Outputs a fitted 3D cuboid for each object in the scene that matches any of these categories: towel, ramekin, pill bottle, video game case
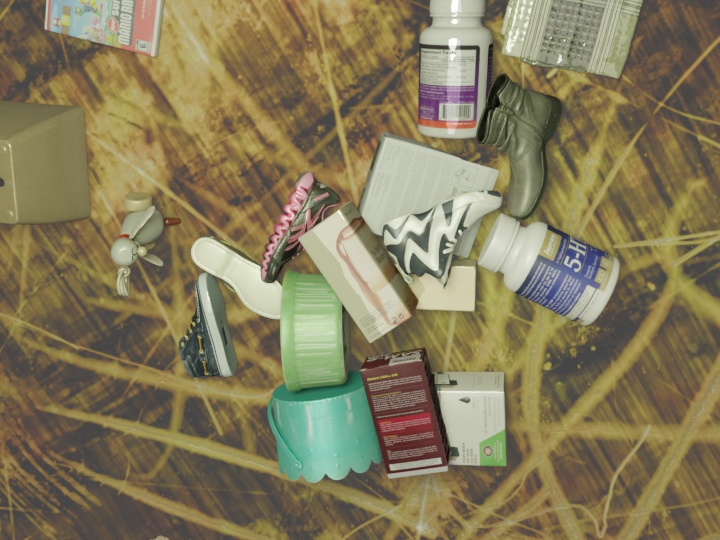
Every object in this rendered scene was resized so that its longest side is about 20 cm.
[{"bbox_3d":[0.318,-0.398,1.201,0.191,0.035,0.202,13,108,3],"label":"towel"},{"bbox_3d":[-0.071,0.100,1.352,0.097,0.200,0.202,-2,108,3],"label":"ramekin"},{"bbox_3d":[0.142,-0.307,1.217,0.110,0.112,0.202,4,108,10],"label":"pill bottle"},{"bbox_3d":[-0.420,-0.446,1.330,0.198,0.017,0.144,15,111,6],"label":"video game case"},{"bbox_3d":[0.294,-0.007,1.282,0.199,0.120,0.120,25,111,1],"label":"pill bottle"}]

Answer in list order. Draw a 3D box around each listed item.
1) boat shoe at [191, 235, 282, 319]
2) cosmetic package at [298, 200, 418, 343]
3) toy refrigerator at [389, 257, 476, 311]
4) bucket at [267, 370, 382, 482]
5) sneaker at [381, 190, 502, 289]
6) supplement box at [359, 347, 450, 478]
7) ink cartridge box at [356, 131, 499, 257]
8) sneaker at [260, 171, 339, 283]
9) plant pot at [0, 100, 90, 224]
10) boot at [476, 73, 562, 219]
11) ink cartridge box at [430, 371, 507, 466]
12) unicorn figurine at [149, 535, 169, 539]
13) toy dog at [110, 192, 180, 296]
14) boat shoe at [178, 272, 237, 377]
[{"bbox_3d":[-0.203,0.010,1.416,0.201,0.060,0.072,37,96,-3],"label":"boat shoe"},{"bbox_3d":[0.000,0.000,1.282,0.087,0.103,0.201,-34,96,16],"label":"cosmetic package"},{"bbox_3d":[0.094,0.021,1.359,0.198,0.070,0.077,1,102,10],"label":"toy refrigerator"},{"bbox_3d":[-0.059,0.262,1.400,0.205,0.207,0.136,-7,97,13],"label":"bucket"},{"bbox_3d":[0.141,-0.042,1.275,0.197,0.079,0.131,-18,88,3],"label":"sneaker"},{"bbox_3d":[0.077,0.238,1.348,0.108,0.061,0.202,-10,104,14],"label":"supplement box"},{"bbox_3d":[0.105,-0.122,1.331,0.198,0.057,0.164,12,111,-15],"label":"ink cartridge box"},{"bbox_3d":[-0.100,-0.060,1.356,0.095,0.079,0.201,26,97,-15],"label":"sneaker"},{"bbox_3d":[-0.596,-0.172,1.370,0.198,0.177,0.202,6,108,9],"label":"plant pot"},{"bbox_3d":[0.223,-0.185,1.224,0.130,0.068,0.202,8,96,-32],"label":"boot"},{"bbox_3d":[0.154,0.258,1.415,0.198,0.084,0.148,-2,107,11],"label":"ink cartridge box"},{"bbox_3d":[-0.457,0.602,1.662,0.199,0.074,0.138,-30,91,4],"label":"unicorn figurine"},{"bbox_3d":[-0.359,-0.059,1.372,0.095,0.201,0.133,-2,134,-6],"label":"toy dog"},{"bbox_3d":[-0.289,0.104,1.456,0.090,0.071,0.202,-7,109,9],"label":"boat shoe"}]
